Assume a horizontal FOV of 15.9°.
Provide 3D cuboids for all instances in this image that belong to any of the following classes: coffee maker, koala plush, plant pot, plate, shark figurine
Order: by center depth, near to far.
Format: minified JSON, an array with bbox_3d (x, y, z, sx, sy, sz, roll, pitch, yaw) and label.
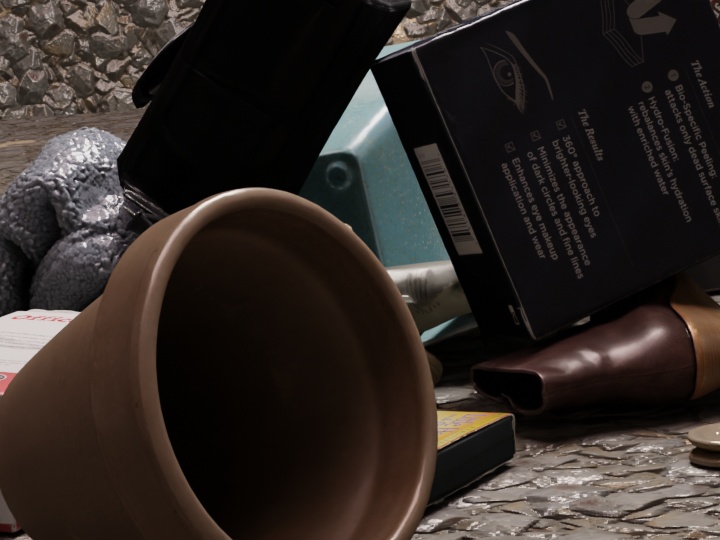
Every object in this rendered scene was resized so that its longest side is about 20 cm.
[{"bbox_3d":[-0.088,0.079,1.284,0.174,0.201,0.200,-21,-5,42],"label":"plant pot"},{"bbox_3d":[-0.061,-0.118,1.683,0.134,0.200,0.192,25,17,-15],"label":"coffee maker"},{"bbox_3d":[-0.022,0.006,1.704,0.214,0.090,0.128,3,-31,-38],"label":"shark figurine"},{"bbox_3d":[-0.139,0.008,1.752,0.199,0.185,0.177,17,19,33],"label":"koala plush"},{"bbox_3d":[0.126,0.013,1.800,0.200,0.026,0.200,-20,-3,-1],"label":"plate"},{"bbox_3d":[-0.011,-0.049,1.885,0.196,0.197,0.200,-8,12,21],"label":"plant pot"}]

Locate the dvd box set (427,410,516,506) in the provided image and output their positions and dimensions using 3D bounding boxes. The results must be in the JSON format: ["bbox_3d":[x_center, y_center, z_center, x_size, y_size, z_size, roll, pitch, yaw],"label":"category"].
[{"bbox_3d":[-0.030,0.106,1.470,0.199,0.030,0.146,0,10,28],"label":"dvd box set"}]

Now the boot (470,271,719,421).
[{"bbox_3d":[0.144,0.046,1.634,0.166,0.073,0.200,-9,9,-20],"label":"boot"}]

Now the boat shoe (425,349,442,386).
[{"bbox_3d":[-0.044,0.065,1.632,0.199,0.065,0.072,12,-19,-21],"label":"boat shoe"}]

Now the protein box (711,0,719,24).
[{"bbox_3d":[0.299,-0.127,2.162,0.200,0.135,0.198,29,-3,-20],"label":"protein box"}]

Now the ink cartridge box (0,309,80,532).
[{"bbox_3d":[-0.202,0.085,1.514,0.146,0.083,0.200,2,12,30],"label":"ink cartridge box"}]

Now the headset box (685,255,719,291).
[{"bbox_3d":[0.209,-0.025,2.028,0.148,0.078,0.200,-7,8,-16],"label":"headset box"}]

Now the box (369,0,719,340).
[{"bbox_3d":[0.141,-0.084,1.643,0.199,0.197,0.117,-24,5,-13],"label":"box"}]

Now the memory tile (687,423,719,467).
[{"bbox_3d":[0.298,0.095,1.445,0.200,0.017,0.153,5,13,41],"label":"memory tile"}]
